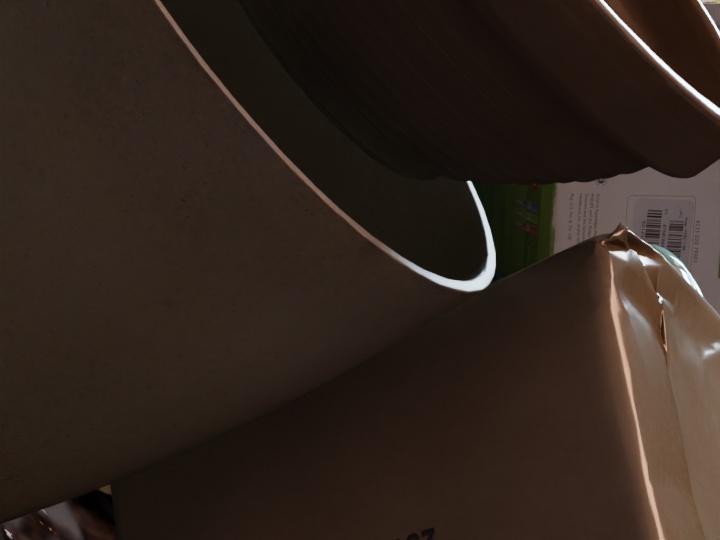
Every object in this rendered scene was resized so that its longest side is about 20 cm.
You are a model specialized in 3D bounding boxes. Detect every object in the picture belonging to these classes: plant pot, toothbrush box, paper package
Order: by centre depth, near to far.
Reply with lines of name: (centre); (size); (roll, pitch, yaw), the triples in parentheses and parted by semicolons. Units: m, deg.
plant pot: (0.023, -0.093, 0.772); (0.201, 0.093, 0.201); (46, 17, -18)
plant pot: (-0.093, -0.010, 0.803); (0.187, 0.200, 0.188); (45, 18, -19)
paper package: (0.034, 0.118, 0.811); (0.103, 0.199, 0.192); (31, 42, -51)
toothbrush box: (0.090, -0.057, 1.146); (0.085, 0.147, 0.200); (0, 9, -17)

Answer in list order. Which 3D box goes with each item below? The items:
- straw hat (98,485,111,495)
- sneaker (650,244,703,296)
straw hat: (-0.044, -0.009, 0.933); (0.201, 0.201, 0.085); (50, -27, -4)
sneaker: (0.054, 0.051, 0.963); (0.139, 0.078, 0.201); (32, 54, -23)
